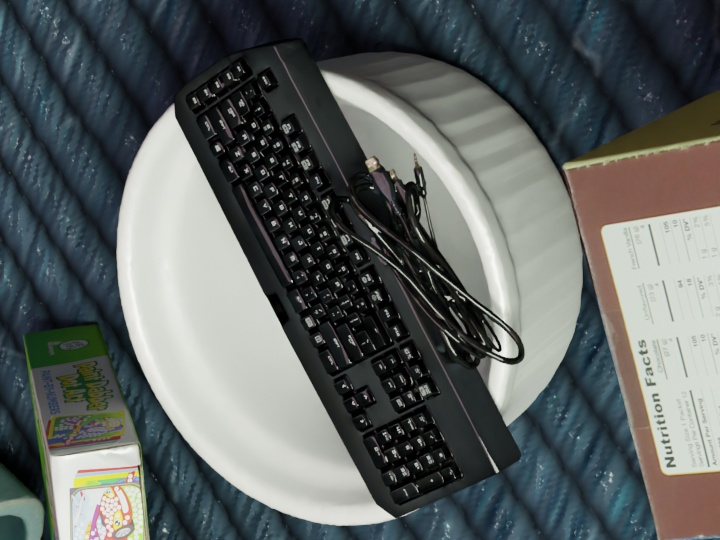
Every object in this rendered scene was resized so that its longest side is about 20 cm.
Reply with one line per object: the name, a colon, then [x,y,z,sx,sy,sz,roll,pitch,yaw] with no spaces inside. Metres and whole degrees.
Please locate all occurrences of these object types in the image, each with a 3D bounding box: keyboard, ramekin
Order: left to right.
keyboard: [-0.008,0.001,0.891,0.104,0.040,0.201,-30,89,38]
ramekin: [0.000,0.000,0.970,0.200,0.098,0.202,12,112,31]

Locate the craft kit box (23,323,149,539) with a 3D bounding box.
craft kit box: [-0.123,0.146,1.058,0.048,0.200,0.199,-5,104,-11]

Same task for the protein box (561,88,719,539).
protein box: [0.212,-0.009,0.759,0.199,0.198,0.136,-9,100,36]

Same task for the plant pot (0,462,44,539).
plant pot: [-0.308,0.156,1.175,0.200,0.195,0.197,44,130,43]
